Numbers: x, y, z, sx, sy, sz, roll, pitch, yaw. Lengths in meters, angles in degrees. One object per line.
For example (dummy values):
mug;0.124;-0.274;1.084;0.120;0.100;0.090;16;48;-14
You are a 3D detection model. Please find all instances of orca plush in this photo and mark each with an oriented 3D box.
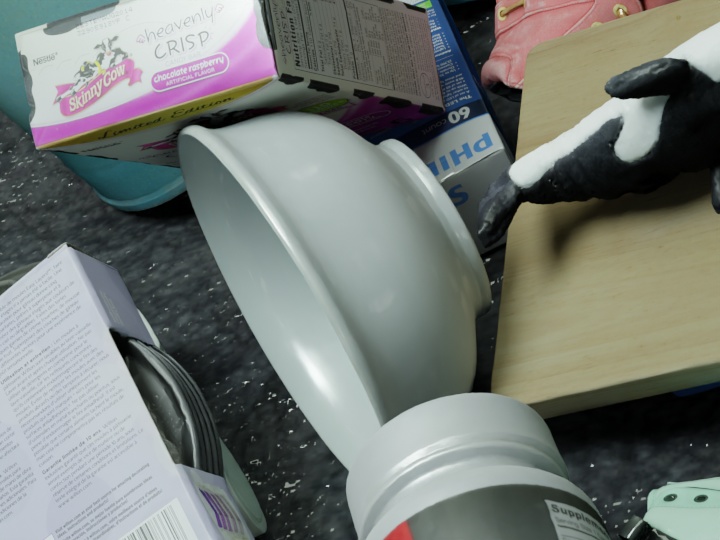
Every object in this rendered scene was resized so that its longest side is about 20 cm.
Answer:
orca plush;0.140;-0.052;1.329;0.199;0.105;0.071;-29;79;21

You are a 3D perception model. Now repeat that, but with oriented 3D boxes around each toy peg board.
toy peg board;0.178;-0.022;1.408;0.199;0.098;0.200;-15;55;35

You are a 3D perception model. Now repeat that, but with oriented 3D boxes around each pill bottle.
pill bottle;0.061;0.155;1.251;0.113;0.114;0.201;-25;47;6

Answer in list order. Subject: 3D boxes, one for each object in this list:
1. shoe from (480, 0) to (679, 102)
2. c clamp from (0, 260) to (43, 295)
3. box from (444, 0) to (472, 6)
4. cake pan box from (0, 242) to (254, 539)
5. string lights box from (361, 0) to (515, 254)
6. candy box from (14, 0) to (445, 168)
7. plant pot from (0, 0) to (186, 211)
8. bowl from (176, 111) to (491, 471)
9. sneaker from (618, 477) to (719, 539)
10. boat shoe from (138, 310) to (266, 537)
shoe;0.135;-0.127;1.510;0.200;0.071;0.092;6;82;55
c clamp;-0.228;0.043;1.610;0.199;0.027;0.171;-27;18;9
box;0.092;-0.198;1.659;0.199;0.049;0.082;-6;43;48
cake pan box;-0.159;0.114;1.417;0.200;0.052;0.185;-39;63;14
string lights box;0.018;-0.079;1.603;0.102;0.059;0.200;-26;38;5
candy box;-0.060;-0.096;1.476;0.136;0.200;0.061;-15;81;24
plant pot;-0.153;-0.165;1.651;0.200;0.188;0.201;-35;36;31
bowl;0.000;0.000;1.420;0.090;0.202;0.201;-30;38;-11
sneaker;0.189;0.086;1.295;0.118;0.074;0.201;18;60;36
boat shoe;-0.102;0.088;1.488;0.060;0.076;0.200;-32;26;-5
